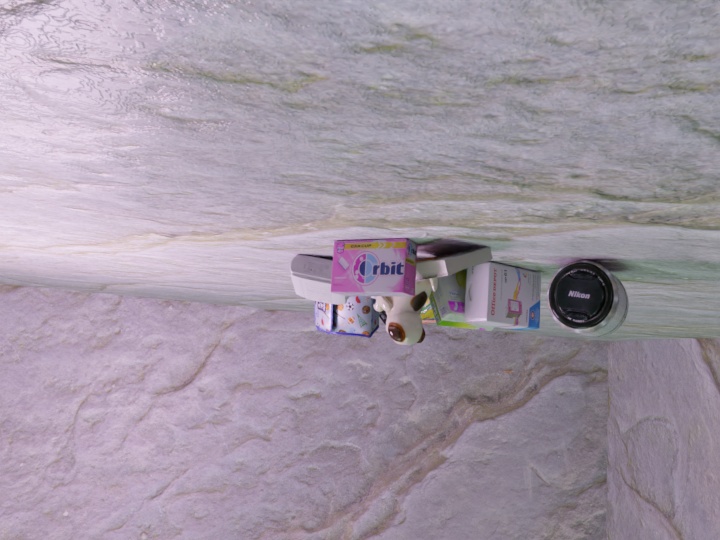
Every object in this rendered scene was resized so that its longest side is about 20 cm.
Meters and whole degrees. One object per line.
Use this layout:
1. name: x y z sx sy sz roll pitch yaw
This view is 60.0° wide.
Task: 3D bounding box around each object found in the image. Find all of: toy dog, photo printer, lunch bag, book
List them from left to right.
1. photo printer: -0.106 0.032 1.710 0.161 0.071 0.201 11 160 4
2. lunch bag: -0.049 0.100 1.866 0.194 0.176 0.124 6 -166 19
3. toy dog: 0.123 0.086 1.581 0.190 0.207 0.138 8 179 41
4. book: 0.183 -0.015 1.403 0.131 0.050 0.199 -16 -178 -29

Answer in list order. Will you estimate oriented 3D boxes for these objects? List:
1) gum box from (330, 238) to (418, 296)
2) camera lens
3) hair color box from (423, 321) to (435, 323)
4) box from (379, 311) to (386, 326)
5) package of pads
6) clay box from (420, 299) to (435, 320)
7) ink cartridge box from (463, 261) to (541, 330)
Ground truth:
1. gum box: 0.025 -0.004 1.388 0.195 0.117 0.066 -1 170 29
2. camera lens: 0.534 0.070 1.457 0.156 0.165 0.198 -1 170 33
3. hair color box: 0.228 0.103 1.915 0.194 0.103 0.062 -8 129 18
4. box: 0.096 0.125 2.008 0.043 0.202 0.159 -43 154 15
5. package of pads: 0.267 0.071 1.642 0.195 0.158 0.068 9 141 -33
6. clay box: 0.233 0.096 1.736 0.196 0.049 0.115 4 148 -37
7. ink cartridge box: 0.363 0.068 1.582 0.195 0.149 0.084 9 170 -32
